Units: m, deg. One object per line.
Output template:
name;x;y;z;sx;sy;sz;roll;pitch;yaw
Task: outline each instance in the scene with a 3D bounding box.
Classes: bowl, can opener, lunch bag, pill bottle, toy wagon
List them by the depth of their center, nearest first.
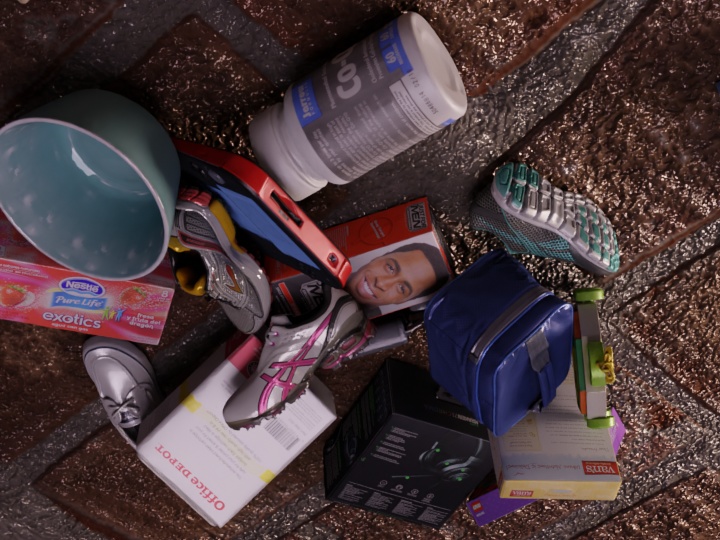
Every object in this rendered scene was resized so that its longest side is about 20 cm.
pill bottle;-0.005;-0.156;1.291;0.198;0.115;0.114;-29;130;20
bowl;-0.259;-0.099;1.303;0.198;0.106;0.203;14;137;14
lunch bag;0.164;0.094;1.490;0.135;0.132;0.201;-38;148;-16
toy wagon;0.263;0.100;1.495;0.039;0.158;0.200;-5;180;7
can opener;0.036;0.054;1.552;0.197;0.053;0.068;-17;101;11

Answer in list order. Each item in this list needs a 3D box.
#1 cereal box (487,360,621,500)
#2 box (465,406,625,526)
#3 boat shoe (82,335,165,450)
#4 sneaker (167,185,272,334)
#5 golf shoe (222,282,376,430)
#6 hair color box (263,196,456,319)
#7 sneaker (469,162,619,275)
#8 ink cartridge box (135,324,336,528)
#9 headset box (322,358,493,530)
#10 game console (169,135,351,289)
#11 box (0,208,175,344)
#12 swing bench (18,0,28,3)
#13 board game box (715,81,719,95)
cereal box;0.223;0.183;1.578;0.142;0.202;0.040;3;135;-7
box;0.241;0.252;1.697;0.198;0.137;0.039;-30;90;21
boat shoe;-0.277;0.160;1.599;0.073;0.066;0.201;-19;133;13
sneaker;-0.162;0.003;1.402;0.077;0.083;0.201;7;144;34
golf shoe;-0.082;0.094;1.454;0.199;0.073;0.092;-39;101;3
hair color box;0.000;0.000;1.477;0.197;0.062;0.102;-19;132;11
sneaker;0.203;-0.047;1.459;0.199;0.078;0.091;30;140;-25
ink cartridge box;-0.148;0.178;1.549;0.200;0.084;0.145;-43;105;7
headset box;0.071;0.221;1.673;0.172;0.094;0.201;17;129;-21
game console;-0.109;-0.059;1.354;0.031;0.176;0.200;-54;129;-15
box;-0.302;-0.003;1.416;0.197;0.104;0.095;11;134;-14
swing bench;-0.292;-0.368;1.055;0.199;0.131;0.199;33;123;-25
board game box;0.484;-0.157;1.392;0.150;0.037;0.200;-27;131;18
